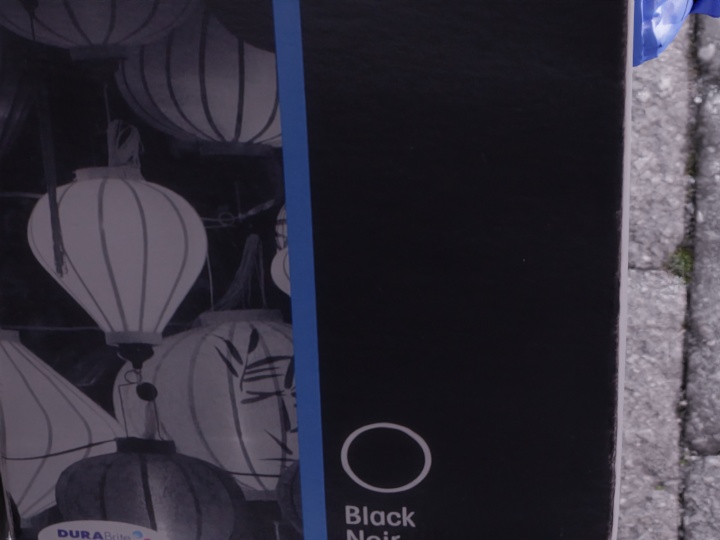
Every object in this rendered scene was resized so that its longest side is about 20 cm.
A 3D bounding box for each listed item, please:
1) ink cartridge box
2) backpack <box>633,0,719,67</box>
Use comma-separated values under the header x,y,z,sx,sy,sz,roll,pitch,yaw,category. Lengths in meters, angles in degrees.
x,y,z,sx,sy,sz,roll,pitch,yaw,category
-0.010,-0.038,0.422,0.039,0.099,0.201,-81,170,-52,ink cartridge box
0.109,-0.180,1.417,0.200,0.167,0.164,-53,137,-75,backpack
